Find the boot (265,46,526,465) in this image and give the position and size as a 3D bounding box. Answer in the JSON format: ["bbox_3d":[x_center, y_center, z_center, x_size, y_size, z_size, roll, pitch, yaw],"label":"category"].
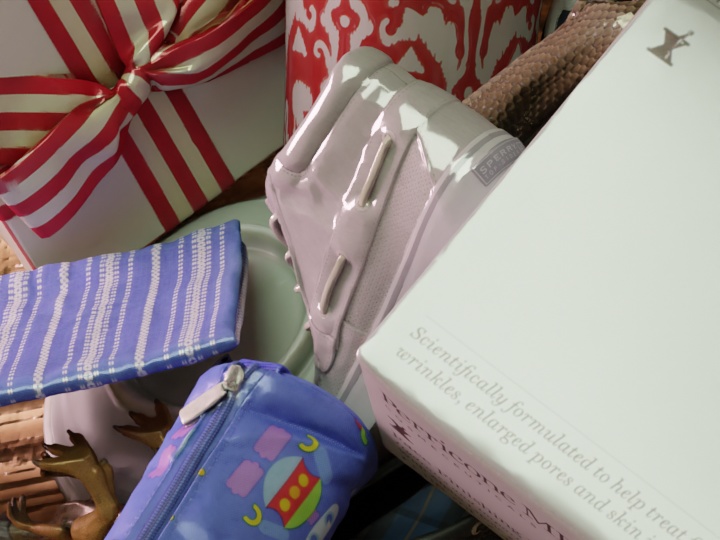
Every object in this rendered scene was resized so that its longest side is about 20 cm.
[{"bbox_3d":[0.000,0.000,1.180,0.095,0.201,0.073,39,39,19],"label":"boot"}]

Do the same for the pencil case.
[{"bbox_3d":[-0.069,0.119,1.109,0.078,0.087,0.200,3,46,38],"label":"pencil case"}]

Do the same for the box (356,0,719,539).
[{"bbox_3d":[0.136,0.034,1.095,0.199,0.131,0.200,37,78,17],"label":"box"}]

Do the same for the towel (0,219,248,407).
[{"bbox_3d":[-0.147,0.025,1.228,0.199,0.024,0.145,-12,19,4],"label":"towel"}]

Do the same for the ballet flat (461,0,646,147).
[{"bbox_3d":[0.055,-0.059,1.212,0.200,0.067,0.047,-36,63,22],"label":"ballet flat"}]

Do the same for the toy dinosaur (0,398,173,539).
[{"bbox_3d":[-0.089,0.117,1.229,0.199,0.107,0.060,17,40,39],"label":"toy dinosaur"}]

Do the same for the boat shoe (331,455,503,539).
[{"bbox_3d":[0.054,0.080,1.191,0.199,0.066,0.070,-31,47,0],"label":"boat shoe"}]

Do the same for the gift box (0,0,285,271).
[{"bbox_3d":[-0.150,-0.115,1.336,0.184,0.200,0.187,-41,36,-7],"label":"gift box"}]

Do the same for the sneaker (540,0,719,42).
[{"bbox_3d":[0.132,-0.130,1.275,0.079,0.200,0.130,17,19,-8],"label":"sneaker"}]

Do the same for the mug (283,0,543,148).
[{"bbox_3d":[0.044,-0.142,1.284,0.177,0.201,0.133,-5,17,-32],"label":"mug"}]

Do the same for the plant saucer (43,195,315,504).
[{"bbox_3d":[-0.060,0.035,1.293,0.199,0.050,0.201,-13,49,16],"label":"plant saucer"}]
